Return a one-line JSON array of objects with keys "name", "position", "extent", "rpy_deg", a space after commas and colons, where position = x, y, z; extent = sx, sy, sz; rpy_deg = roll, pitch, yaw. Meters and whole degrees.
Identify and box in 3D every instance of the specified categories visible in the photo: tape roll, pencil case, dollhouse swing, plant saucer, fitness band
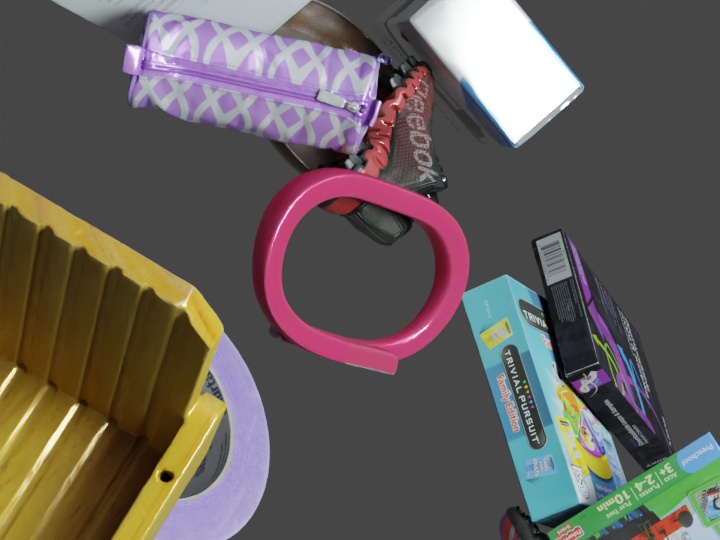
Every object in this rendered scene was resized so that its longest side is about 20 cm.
[{"name": "tape roll", "position": [-0.161, 0.104, 1.254], "extent": [0.200, 0.085, 0.201], "rpy_deg": [29, 44, -33]}, {"name": "pencil case", "position": [-0.080, -0.142, 1.464], "extent": [0.199, 0.084, 0.086], "rpy_deg": [10, 18, -4]}, {"name": "dollhouse swing", "position": [-0.193, 0.075, 1.068], "extent": [0.199, 0.176, 0.182], "rpy_deg": [31, 73, 3]}, {"name": "plant saucer", "position": [-0.029, -0.141, 1.628], "extent": [0.200, 0.032, 0.201], "rpy_deg": [27, 46, -32]}, {"name": "fitness band", "position": [0.000, 0.000, 1.483], "extent": [0.199, 0.037, 0.144], "rpy_deg": [18, 90, -38]}]

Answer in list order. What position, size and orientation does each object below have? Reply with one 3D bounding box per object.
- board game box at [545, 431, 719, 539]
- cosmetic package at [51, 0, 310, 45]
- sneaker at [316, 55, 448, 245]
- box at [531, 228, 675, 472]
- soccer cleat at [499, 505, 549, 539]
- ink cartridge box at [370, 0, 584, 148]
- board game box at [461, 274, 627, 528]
[{"name": "board game box", "position": [0.257, 0.248, 1.459], "extent": [0.200, 0.151, 0.037], "rpy_deg": [58, 2, 15]}, {"name": "cosmetic package", "position": [-0.143, -0.285, 1.495], "extent": [0.200, 0.165, 0.165], "rpy_deg": [28, 45, -32]}, {"name": "sneaker", "position": [0.030, -0.095, 1.576], "extent": [0.098, 0.071, 0.201], "rpy_deg": [43, 41, -17]}, {"name": "box", "position": [0.214, 0.072, 1.670], "extent": [0.200, 0.036, 0.143], "rpy_deg": [49, 24, -50]}, {"name": "soccer cleat", "position": [0.140, 0.271, 1.487], "extent": [0.068, 0.073, 0.200], "rpy_deg": [43, 17, -47]}, {"name": "ink cartridge box", "position": [0.097, -0.188, 1.675], "extent": [0.145, 0.084, 0.200], "rpy_deg": [49, -3, -10]}, {"name": "board game box", "position": [0.160, 0.117, 1.596], "extent": [0.151, 0.047, 0.201], "rpy_deg": [27, 43, -61]}]
